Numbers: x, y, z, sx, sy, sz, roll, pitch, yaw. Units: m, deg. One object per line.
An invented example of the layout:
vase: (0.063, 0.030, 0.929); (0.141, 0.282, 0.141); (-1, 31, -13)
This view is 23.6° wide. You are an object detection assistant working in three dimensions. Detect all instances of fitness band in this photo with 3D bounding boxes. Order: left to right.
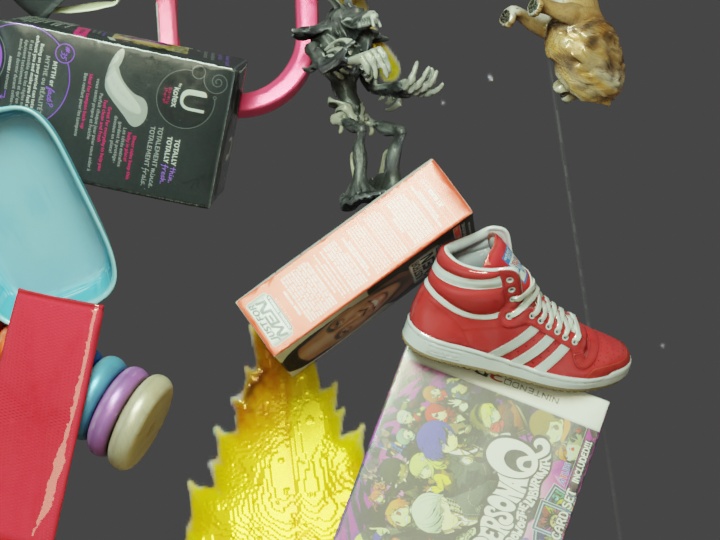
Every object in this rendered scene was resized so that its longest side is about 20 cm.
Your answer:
fitness band: (-0.109, -0.234, 1.520); (0.143, 0.037, 0.201); (-1, 80, -5)

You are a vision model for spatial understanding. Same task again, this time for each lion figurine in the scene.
lion figurine: (0.181, -0.247, 1.512); (0.122, 0.072, 0.201); (14, 69, -34)

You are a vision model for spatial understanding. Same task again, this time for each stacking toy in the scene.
stacking toy: (-0.260, 0.086, 1.430); (0.199, 0.085, 0.086); (27, 79, 8)

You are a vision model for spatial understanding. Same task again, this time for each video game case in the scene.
video game case: (0.093, 0.172, 1.444); (0.181, 0.036, 0.201); (21, 79, 4)

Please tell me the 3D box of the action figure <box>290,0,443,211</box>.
action figure: (0.010, -0.156, 1.468); (0.102, 0.119, 0.201); (-16, 82, 39)

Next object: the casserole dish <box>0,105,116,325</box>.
casserole dish: (-0.273, -0.047, 1.396); (0.121, 0.039, 0.201); (-20, 107, 12)

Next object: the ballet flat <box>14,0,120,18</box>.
ballet flat: (-0.212, -0.268, 1.486); (0.199, 0.073, 0.073); (-22, 80, 15)

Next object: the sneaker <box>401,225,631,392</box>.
sneaker: (0.144, 0.030, 1.422); (0.199, 0.071, 0.113); (10, 120, -13)

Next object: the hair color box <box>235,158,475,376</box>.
hair color box: (0.000, 0.000, 1.431); (0.200, 0.102, 0.061); (-36, 76, -2)

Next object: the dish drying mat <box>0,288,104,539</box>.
dish drying mat: (-0.262, 0.119, 1.385); (0.076, 0.018, 0.201); (11, 86, 12)

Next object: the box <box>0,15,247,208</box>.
box: (-0.206, -0.135, 1.443); (0.199, 0.106, 0.123); (12, 100, 0)
